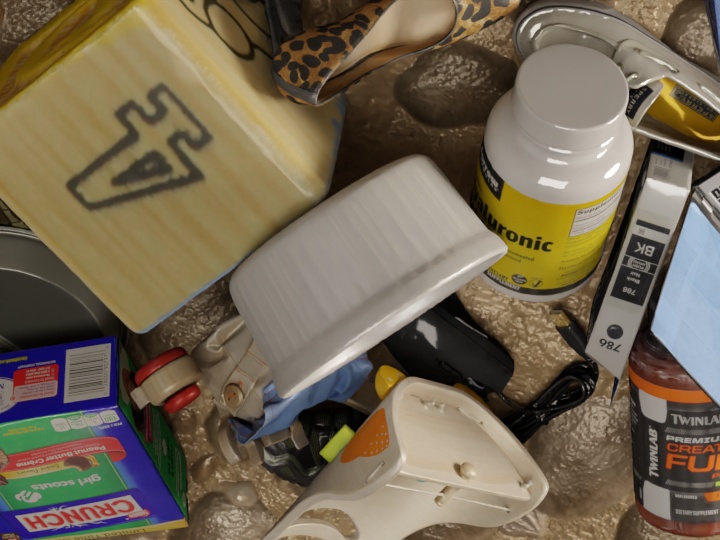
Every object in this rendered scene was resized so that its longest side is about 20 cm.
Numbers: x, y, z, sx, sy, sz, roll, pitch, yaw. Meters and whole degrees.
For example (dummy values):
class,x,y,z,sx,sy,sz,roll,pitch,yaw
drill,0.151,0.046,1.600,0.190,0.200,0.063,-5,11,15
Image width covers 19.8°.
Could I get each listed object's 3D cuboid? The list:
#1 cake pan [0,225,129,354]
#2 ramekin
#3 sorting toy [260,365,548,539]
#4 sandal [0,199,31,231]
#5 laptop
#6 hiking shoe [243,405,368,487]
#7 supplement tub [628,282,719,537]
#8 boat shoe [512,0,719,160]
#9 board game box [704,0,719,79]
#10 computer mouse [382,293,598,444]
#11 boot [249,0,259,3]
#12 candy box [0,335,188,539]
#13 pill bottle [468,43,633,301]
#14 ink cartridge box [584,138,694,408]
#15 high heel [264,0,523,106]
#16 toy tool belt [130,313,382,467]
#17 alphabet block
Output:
class,x,y,z,sx,sy,sz,roll,pitch,yaw
cake pan,-0.291,0.049,1.694,0.200,0.037,0.200,2,133,2
ramekin,0.000,0.000,1.517,0.200,0.200,0.098,-35,85,20
sorting toy,0.015,0.175,1.653,0.180,0.107,0.200,-42,146,23
sandal,-0.280,-0.075,1.599,0.080,0.054,0.200,9,162,15
laptop,0.335,0.007,1.573,0.200,0.116,0.187,-33,129,17
hiking shoe,-0.014,0.136,1.732,0.200,0.076,0.101,29,108,-20
supplement tub,0.270,0.108,1.666,0.107,0.107,0.200,-4,117,7
boat shoe,0.206,-0.140,1.562,0.200,0.070,0.071,28,116,-10
board game box,0.257,-0.217,1.444,0.034,0.200,0.135,-7,117,9
computer mouse,0.103,0.065,1.691,0.140,0.046,0.200,-33,110,21
boot,-0.072,-0.282,1.474,0.138,0.200,0.078,-32,67,14
candy box,-0.249,0.147,1.705,0.169,0.077,0.200,-9,145,9
pill bottle,0.142,-0.074,1.539,0.111,0.111,0.200,9,144,0
ink cartridge box,0.213,-0.001,1.617,0.039,0.099,0.200,16,116,3
high heel,0.031,-0.164,1.514,0.200,0.143,0.071,-6,126,-5
toy tool belt,-0.070,0.093,1.627,0.123,0.200,0.125,57,139,8
alphabet block,-0.150,-0.110,1.541,0.196,0.195,0.200,-36,108,19
